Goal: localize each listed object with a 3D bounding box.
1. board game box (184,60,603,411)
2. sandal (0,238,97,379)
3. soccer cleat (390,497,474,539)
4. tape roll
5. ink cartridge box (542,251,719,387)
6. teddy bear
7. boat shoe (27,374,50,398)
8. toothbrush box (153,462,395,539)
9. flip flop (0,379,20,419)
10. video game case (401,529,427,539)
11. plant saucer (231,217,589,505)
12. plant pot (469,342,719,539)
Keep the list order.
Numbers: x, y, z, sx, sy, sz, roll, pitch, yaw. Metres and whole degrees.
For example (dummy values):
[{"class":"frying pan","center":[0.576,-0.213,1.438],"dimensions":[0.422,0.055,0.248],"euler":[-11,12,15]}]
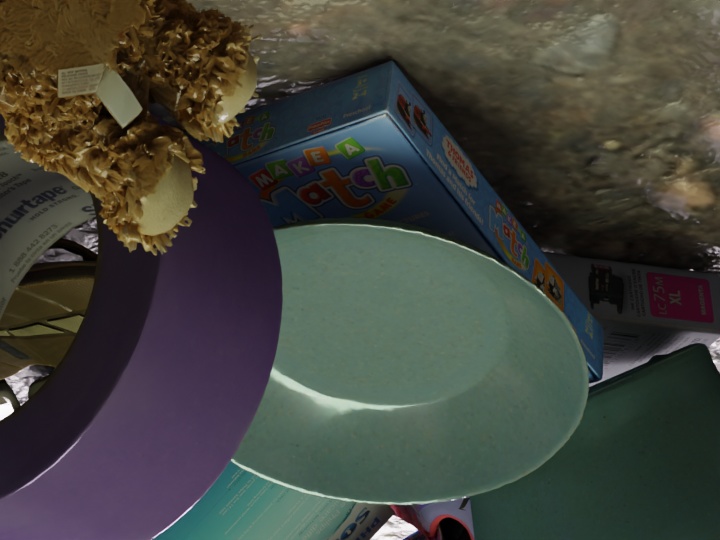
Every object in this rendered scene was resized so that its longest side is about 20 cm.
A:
[{"class":"board game box","center":[0.000,0.000,1.323],"dimensions":[0.151,0.037,0.200],"euler":[-17,135,27]},{"class":"sandal","center":[-0.154,0.013,1.378],"dimensions":[0.080,0.054,0.200],"euler":[37,152,-33]},{"class":"soccer cleat","center":[0.041,0.120,1.548],"dimensions":[0.066,0.077,0.200],"euler":[5,170,-17]},{"class":"tape roll","center":[-0.136,0.020,1.224],"dimensions":[0.199,0.201,0.085],"euler":[-19,149,30]},{"class":"ink cartridge box","center":[0.069,0.030,1.447],"dimensions":[0.199,0.042,0.119],"euler":[5,152,-21]},{"class":"teddy bear","center":[-0.122,-0.091,1.081],"dimensions":[0.199,0.146,0.067],"euler":[18,180,-34]},{"class":"boat shoe","center":[-0.129,0.116,1.571],"dimensions":[0.071,0.066,0.201],"euler":[-7,154,9]},{"class":"toothbrush box","center":[-0.087,0.121,1.487],"dimensions":[0.146,0.085,0.200],"euler":[-47,148,-3]},{"class":"flip flop","center":[-0.202,0.106,1.510],"dimensions":[0.081,0.058,0.200],"euler":[-31,162,-4]},{"class":"video game case","center":[0.005,0.191,1.543],"dimensions":[0.199,0.143,0.018],"euler":[-32,104,4]},{"class":"plant saucer","center":[0.005,0.033,1.302],"dimensions":[0.200,0.039,0.202],"euler":[4,139,4]},{"class":"plant pot","center":[0.141,0.144,1.393],"dimensions":[0.199,0.189,0.200],"euler":[-24,178,-1]}]
